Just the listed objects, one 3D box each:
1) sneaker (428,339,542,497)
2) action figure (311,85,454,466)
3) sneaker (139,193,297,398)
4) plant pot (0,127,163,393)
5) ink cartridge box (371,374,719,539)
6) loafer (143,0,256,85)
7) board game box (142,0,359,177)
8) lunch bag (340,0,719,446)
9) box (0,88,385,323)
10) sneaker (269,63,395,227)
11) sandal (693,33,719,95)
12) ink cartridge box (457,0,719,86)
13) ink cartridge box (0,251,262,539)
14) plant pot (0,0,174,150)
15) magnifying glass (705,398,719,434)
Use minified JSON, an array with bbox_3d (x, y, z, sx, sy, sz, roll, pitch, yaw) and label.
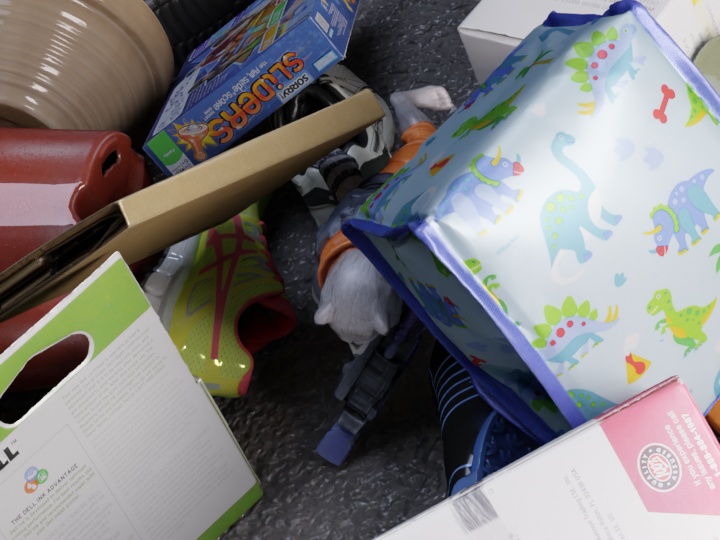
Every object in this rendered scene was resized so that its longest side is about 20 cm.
[{"bbox_3d":[0.072,0.076,1.307,0.078,0.070,0.200,-24,40,45],"label":"sneaker"},{"bbox_3d":[0.000,0.000,1.340,0.200,0.105,0.193,-59,7,20],"label":"action figure"},{"bbox_3d":[-0.077,0.011,1.453,0.090,0.078,0.200,15,44,5],"label":"sneaker"},{"bbox_3d":[-0.232,-0.006,1.462,0.195,0.201,0.201,-3,45,15],"label":"plant pot"},{"bbox_3d":[0.093,0.160,1.129,0.200,0.083,0.147,-28,82,-2],"label":"ink cartridge box"},{"bbox_3d":[-0.099,-0.191,1.681,0.200,0.073,0.071,-33,30,-15],"label":"loafer"},{"bbox_3d":[-0.063,-0.136,1.536,0.135,0.034,0.200,-36,15,17],"label":"board game box"},{"bbox_3d":[0.121,-0.008,1.217,0.170,0.200,0.127,-47,16,-13],"label":"lunch bag"},{"bbox_3d":[-0.100,-0.033,1.314,0.200,0.021,0.163,-26,-3,-43],"label":"box"},{"bbox_3d":[-0.020,-0.094,1.512,0.076,0.088,0.200,-28,38,1],"label":"sneaker"},{"bbox_3d":[0.197,-0.040,1.321,0.080,0.057,0.201,-5,74,20],"label":"sandal"},{"bbox_3d":[0.161,-0.135,1.427,0.125,0.129,0.200,18,56,40],"label":"ink cartridge box"},{"bbox_3d":[-0.158,0.091,1.298,0.148,0.200,0.076,-43,43,-19],"label":"ink cartridge box"},{"bbox_3d":[-0.225,-0.112,1.555,0.201,0.201,0.093,-7,49,21],"label":"plant pot"},{"bbox_3d":[0.161,0.037,1.303,0.200,0.022,0.080,48,121,40],"label":"magnifying glass"}]
